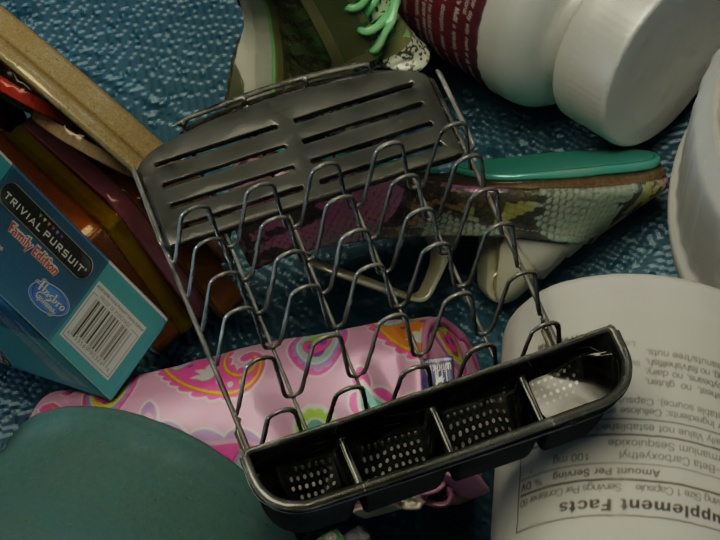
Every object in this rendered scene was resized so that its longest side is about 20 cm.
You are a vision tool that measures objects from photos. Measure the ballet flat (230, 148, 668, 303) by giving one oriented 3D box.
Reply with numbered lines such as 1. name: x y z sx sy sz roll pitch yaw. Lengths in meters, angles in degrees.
1. ballet flat: 0.039 -0.021 1.167 0.200 0.069 0.071 1 97 -15

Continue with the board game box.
1. board game box: -0.196 -0.023 1.144 0.200 0.151 0.047 14 63 50

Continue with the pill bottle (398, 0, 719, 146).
1. pill bottle: 0.067 -0.144 1.216 0.200 0.110 0.110 36 74 28

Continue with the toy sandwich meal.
1. toy sandwich meal: -0.136 -0.047 1.160 0.205 0.205 0.070 39 86 29

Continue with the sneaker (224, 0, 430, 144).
1. sneaker: -0.007 -0.124 1.184 0.089 0.200 0.077 17 59 5

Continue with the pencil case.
1. pencil case: -0.043 0.075 1.117 0.200 0.087 0.088 -11 58 17

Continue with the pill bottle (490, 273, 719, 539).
1. pill bottle: 0.109 0.112 1.055 0.114 0.114 0.200 -2 61 13

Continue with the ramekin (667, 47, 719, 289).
1. ramekin: 0.230 -0.044 1.119 0.202 0.094 0.203 -4 60 7

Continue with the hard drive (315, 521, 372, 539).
1. hard drive: -0.052 0.209 1.085 0.200 0.038 0.140 -32 59 -4

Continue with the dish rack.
1. dish rack: 0.000 0.000 1.031 0.153 0.055 0.200 -18 62 -12

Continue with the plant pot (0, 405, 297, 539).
1. plant pot: -0.116 0.161 1.003 0.200 0.200 0.188 12 50 20
